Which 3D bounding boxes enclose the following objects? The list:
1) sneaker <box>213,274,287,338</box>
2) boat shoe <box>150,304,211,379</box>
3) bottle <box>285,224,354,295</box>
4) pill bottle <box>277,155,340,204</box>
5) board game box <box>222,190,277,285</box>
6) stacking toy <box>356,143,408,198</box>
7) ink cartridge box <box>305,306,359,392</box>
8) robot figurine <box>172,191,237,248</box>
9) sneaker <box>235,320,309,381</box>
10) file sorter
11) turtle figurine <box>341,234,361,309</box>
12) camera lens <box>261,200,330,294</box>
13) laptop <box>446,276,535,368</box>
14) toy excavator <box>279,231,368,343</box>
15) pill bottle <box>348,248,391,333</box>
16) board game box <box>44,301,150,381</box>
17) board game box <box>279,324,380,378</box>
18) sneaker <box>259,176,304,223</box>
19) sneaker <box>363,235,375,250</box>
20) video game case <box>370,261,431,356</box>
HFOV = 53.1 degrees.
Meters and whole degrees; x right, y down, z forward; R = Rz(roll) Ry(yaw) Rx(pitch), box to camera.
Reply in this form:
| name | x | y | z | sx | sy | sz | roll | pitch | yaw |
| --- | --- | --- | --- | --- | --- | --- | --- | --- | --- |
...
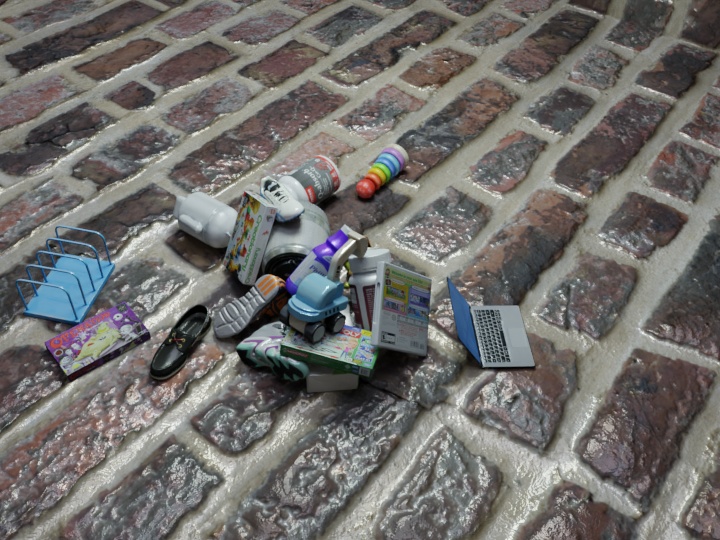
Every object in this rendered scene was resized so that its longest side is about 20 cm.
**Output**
| name | x | y | z | sx | sy | sz | roll | pitch | yaw |
| --- | --- | --- | --- | --- | --- | --- | --- | --- | --- |
| sneaker | -0.244 | 0.097 | 1.689 | 0.200 | 0.112 | 0.078 | -37 | 66 | 7 |
| boat shoe | -0.408 | 0.157 | 1.626 | 0.073 | 0.063 | 0.202 | 23 | 50 | 14 |
| bottle | -0.083 | -0.015 | 1.653 | 0.200 | 0.083 | 0.065 | -48 | 24 | 6 |
| pill bottle | -0.157 | -0.223 | 1.976 | 0.116 | 0.116 | 0.200 | 33 | 52 | 25 |
| board game box | -0.271 | -0.080 | 1.759 | 0.035 | 0.201 | 0.126 | 8 | 17 | -39 |
| stacking toy | 0.054 | -0.279 | 2.078 | 0.085 | 0.086 | 0.200 | 29 | 56 | 22 |
| ink cartridge box | -0.071 | 0.172 | 1.631 | 0.116 | 0.067 | 0.201 | -3 | 47 | -6 |
| robot figurine | -0.392 | -0.130 | 1.869 | 0.199 | 0.113 | 0.169 | 28 | 26 | 22 |
| sneaker | -0.166 | 0.160 | 1.599 | 0.199 | 0.078 | 0.140 | 15 | 47 | 33 |
| file sorter | -0.697 | 0.006 | 1.709 | 0.138 | 0.123 | 0.200 | 10 | 45 | 5 |
| turtle figurine | 0.000 | 0.000 | 1.738 | 0.199 | 0.064 | 0.162 | -19 | 83 | -4 |
| camera lens | -0.155 | -0.053 | 1.779 | 0.159 | 0.160 | 0.201 | 3 | 45 | -1 |
| laptop | 0.302 | 0.119 | 1.676 | 0.199 | 0.116 | 0.188 | 0 | 46 | -4 |
| toy excavator | -0.066 | 0.029 | 1.540 | 0.100 | 0.201 | 0.194 | 30 | 32 | 30 |
| pill bottle | 0.035 | 0.058 | 1.642 | 0.114 | 0.201 | 0.114 | -9 | 10 | 2 |
| board game box | -0.595 | 0.158 | 1.636 | 0.200 | 0.032 | 0.120 | -31 | 51 | -29 |
| board game box | -0.059 | 0.159 | 1.550 | 0.199 | 0.029 | 0.135 | 14 | 30 | 6 |
| sneaker | -0.197 | -0.172 | 1.747 | 0.072 | 0.073 | 0.200 | -34 | 36 | -12 |
| sneaker | 0.013 | -0.003 | 1.797 | 0.072 | 0.085 | 0.201 | -6 | 49 | -12 |
| video game case | 0.094 | 0.089 | 1.606 | 0.022 | 0.200 | 0.183 | -3 | 77 | 38 |
